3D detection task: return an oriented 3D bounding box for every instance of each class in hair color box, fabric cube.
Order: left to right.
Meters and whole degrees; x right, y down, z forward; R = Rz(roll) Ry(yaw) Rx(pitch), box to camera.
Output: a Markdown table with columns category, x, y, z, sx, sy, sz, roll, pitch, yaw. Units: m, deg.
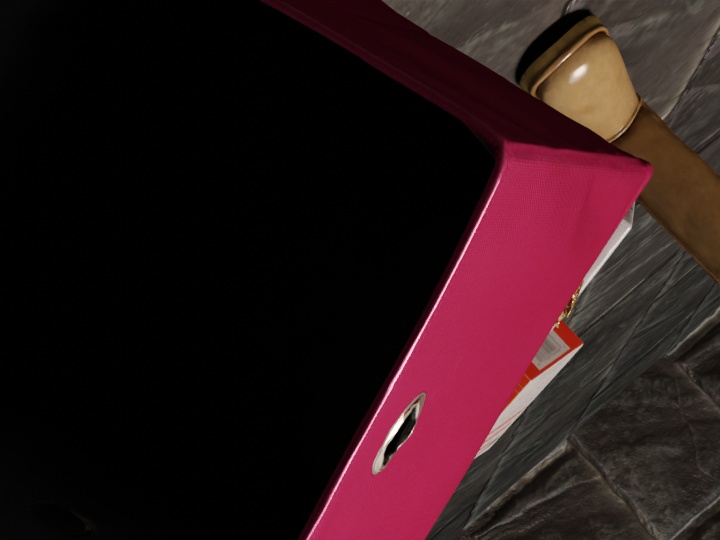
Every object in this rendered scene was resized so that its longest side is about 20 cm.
| category | x | y | z | sx | sy | sz | roll | pitch | yaw |
| --- | --- | --- | --- | --- | --- | --- | --- | --- | --- |
| fabric cube | -0.049 | -0.003 | 0.634 | 0.196 | 0.200 | 0.199 | -60 | 164 | 11 |
| hair color box | 0.137 | 0.134 | 2.028 | 0.111 | 0.064 | 0.200 | -30 | 161 | -48 |

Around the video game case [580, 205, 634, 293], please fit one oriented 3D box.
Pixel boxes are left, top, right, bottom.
| category | x | y | z | sx | sy | sz | roll | pitch | yaw |
| --- | --- | --- | --- | --- | --- | --- | --- | --- | --- |
| video game case | 0.174 | 0.013 | 1.680 | 0.200 | 0.022 | 0.182 | -53 | 180 | 17 |

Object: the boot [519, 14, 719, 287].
| category | x | y | z | sx | sy | sz | roll | pitch | yaw |
| --- | --- | --- | --- | --- | --- | --- | --- | --- | --- |
| boot | 0.200 | -0.067 | 1.239 | 0.066 | 0.200 | 0.175 | -44 | 167 | 7 |

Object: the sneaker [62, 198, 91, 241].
| category | x | y | z | sx | sy | sz | roll | pitch | yaw |
| --- | --- | --- | --- | --- | --- | --- | --- | --- | --- |
| sneaker | -0.109 | -0.003 | 0.793 | 0.200 | 0.083 | 0.071 | -44 | 167 | 8 |

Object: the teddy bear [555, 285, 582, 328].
| category | x | y | z | sx | sy | sz | roll | pitch | yaw |
| --- | --- | --- | --- | --- | --- | --- | --- | --- | --- |
| teddy bear | 0.152 | -0.043 | 1.426 | 0.200 | 0.067 | 0.145 | 90 | 22 | -67 |
